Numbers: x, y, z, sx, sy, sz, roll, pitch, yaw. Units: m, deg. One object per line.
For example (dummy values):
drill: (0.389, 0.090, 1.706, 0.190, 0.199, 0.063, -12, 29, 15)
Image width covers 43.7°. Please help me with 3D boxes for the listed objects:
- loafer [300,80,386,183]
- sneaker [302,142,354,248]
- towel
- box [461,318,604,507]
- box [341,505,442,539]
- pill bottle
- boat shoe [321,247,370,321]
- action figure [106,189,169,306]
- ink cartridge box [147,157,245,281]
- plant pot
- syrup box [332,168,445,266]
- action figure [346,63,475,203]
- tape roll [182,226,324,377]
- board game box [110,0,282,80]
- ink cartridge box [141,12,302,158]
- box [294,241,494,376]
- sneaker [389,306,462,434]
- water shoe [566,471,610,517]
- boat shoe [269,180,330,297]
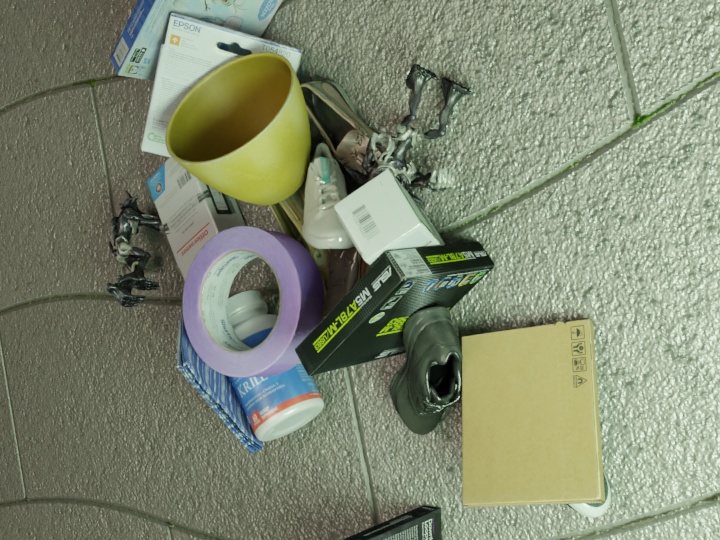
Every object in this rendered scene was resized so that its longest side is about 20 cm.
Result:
loafer: (-0.021, -0.180, 1.219, 0.072, 0.062, 0.201, -49, 63, 29)
sneaker: (-0.045, -0.101, 1.176, 0.201, 0.074, 0.090, -109, 15, -58)
towel: (-0.203, 0.159, 1.313, 0.024, 0.201, 0.146, -28, 32, 8)
box: (0.191, 0.163, 1.026, 0.161, 0.021, 0.204, -10, 65, 29)
box: (0.035, 0.393, 1.133, 0.036, 0.198, 0.146, 0, 93, 44)
pill bottle: (-0.143, 0.136, 1.320, 0.112, 0.111, 0.202, -43, 67, 34)
boat shoe: (0.000, 0.000, 1.215, 0.075, 0.071, 0.204, -2, 74, 55)
action figure: (-0.370, -0.039, 1.506, 0.119, 0.101, 0.203, -47, 39, 40)
ink cartridge box: (-0.253, -0.084, 1.426, 0.116, 0.067, 0.203, -35, 71, 37)
plant pot: (-0.145, -0.173, 1.225, 0.197, 0.143, 0.202, -17, 46, 18)
syrup box: (0.045, -0.041, 1.080, 0.081, 0.200, 0.079, -33, 71, 7)
action figure: (0.059, -0.148, 1.118, 0.203, 0.117, 0.102, -65, 18, 13)
tape roll: (-0.148, 0.044, 1.232, 0.197, 0.065, 0.204, -3, 84, 28)
board game box: (-0.233, -0.357, 1.298, 0.201, 0.197, 0.044, -51, 58, 31)
ink cartridge box: (-0.201, -0.248, 1.295, 0.041, 0.196, 0.203, -116, 42, -64)
box: (0.044, 0.045, 1.094, 0.194, 0.198, 0.048, -49, 65, 31)
sneaker: (0.085, 0.143, 1.106, 0.091, 0.075, 0.202, -116, 20, -45)
water shoe: (0.211, 0.226, 1.063, 0.200, 0.071, 0.080, 42, 139, 36)
boat shoe: (-0.079, -0.033, 1.269, 0.073, 0.062, 0.204, -41, 64, 59)
